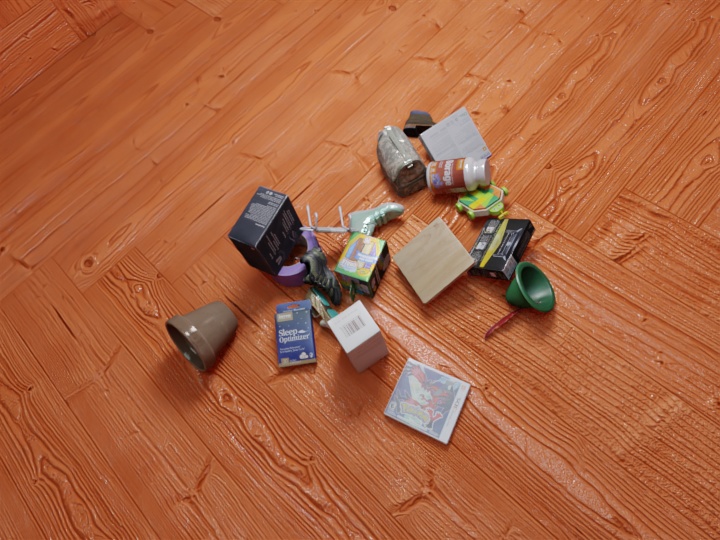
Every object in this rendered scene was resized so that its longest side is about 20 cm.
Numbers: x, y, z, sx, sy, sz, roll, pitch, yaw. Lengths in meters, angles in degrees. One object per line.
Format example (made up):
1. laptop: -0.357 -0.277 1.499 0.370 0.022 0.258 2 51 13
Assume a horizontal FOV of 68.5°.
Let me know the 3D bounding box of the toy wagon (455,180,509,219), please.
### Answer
1. toy wagon: 0.413 -0.229 1.747 0.154 0.040 0.200 -35 37 -7

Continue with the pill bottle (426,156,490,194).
1. pill bottle: 0.330 -0.320 1.778 0.198 0.112 0.113 -2 61 29

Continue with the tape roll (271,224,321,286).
1. tape roll: -0.231 -0.053 1.795 0.197 0.085 0.202 -4 62 8

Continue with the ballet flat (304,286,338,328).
1. ballet flat: -0.115 0.139 1.694 0.065 0.070 0.200 -50 58 15

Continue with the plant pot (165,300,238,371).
1. plant pot: -0.488 0.189 1.676 0.199 0.202 0.174 34 57 25

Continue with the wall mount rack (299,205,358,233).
1. wall mount rack: -0.106 -0.168 1.748 0.197 0.174 0.076 1 102 -16

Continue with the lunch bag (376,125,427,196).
1. lunch bag: 0.140 -0.388 1.846 0.138 0.168 0.201 -25 60 -3

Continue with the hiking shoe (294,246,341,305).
1. hiking shoe: -0.135 0.030 1.700 0.100 0.076 0.202 -28 93 -19

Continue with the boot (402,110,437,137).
1. boot: 0.260 -0.549 1.960 0.197 0.075 0.098 8 67 17

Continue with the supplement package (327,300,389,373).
1. supplement package: -0.003 0.198 1.551 0.116 0.201 0.118 -33 61 -7

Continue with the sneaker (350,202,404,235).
1. sneaker: 0.058 -0.155 1.793 0.198 0.074 0.119 -12 54 16

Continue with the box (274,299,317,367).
1. box: -0.206 0.196 1.661 0.119 0.032 0.203 -9 76 7

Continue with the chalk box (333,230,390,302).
1. chalk box: 0.000 0.000 1.698 0.123 0.125 0.202 19 67 19

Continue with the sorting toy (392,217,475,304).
1. sorting toy: 0.236 -0.025 1.667 0.200 0.069 0.200 -41 59 13

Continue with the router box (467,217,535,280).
1. router box: 0.431 -0.071 1.650 0.156 0.052 0.201 10 62 50

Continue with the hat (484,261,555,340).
1. hat: 0.465 0.088 1.614 0.198 0.176 0.167 -6 66 -42

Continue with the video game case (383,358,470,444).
1. video game case: 0.192 0.372 1.523 0.198 0.023 0.184 20 68 21

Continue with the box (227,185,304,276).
1. box: -0.294 -0.123 1.684 0.116 0.197 0.202 20 68 21

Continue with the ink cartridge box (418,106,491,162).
1. ink cartridge box: 0.336 -0.444 1.884 0.195 0.043 0.201 -32 96 -7
